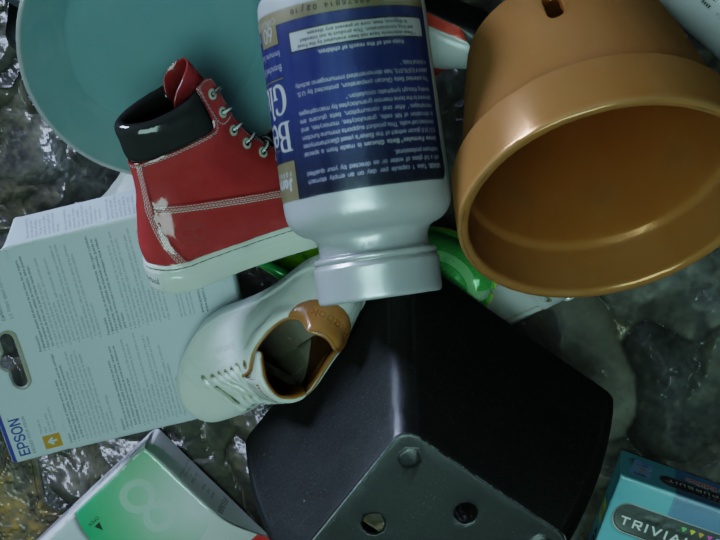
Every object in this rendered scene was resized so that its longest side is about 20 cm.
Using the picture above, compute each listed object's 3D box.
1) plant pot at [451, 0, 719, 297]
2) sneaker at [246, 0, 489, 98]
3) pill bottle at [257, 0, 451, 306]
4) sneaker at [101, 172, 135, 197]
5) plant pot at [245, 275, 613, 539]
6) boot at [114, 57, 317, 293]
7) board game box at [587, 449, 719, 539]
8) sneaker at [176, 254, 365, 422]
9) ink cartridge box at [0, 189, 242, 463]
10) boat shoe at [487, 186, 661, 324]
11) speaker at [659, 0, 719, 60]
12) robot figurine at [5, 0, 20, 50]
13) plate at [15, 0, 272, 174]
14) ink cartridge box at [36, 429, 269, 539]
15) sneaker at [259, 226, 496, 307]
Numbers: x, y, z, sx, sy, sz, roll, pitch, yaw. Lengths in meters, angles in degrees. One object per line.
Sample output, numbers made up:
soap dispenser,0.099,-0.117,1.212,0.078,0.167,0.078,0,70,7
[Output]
plant pot,0.148,-0.095,1.094,0.198,0.141,0.201,-7,144,-5
sneaker,0.008,-0.147,1.185,0.200,0.067,0.109,19,112,7
pill bottle,-0.001,-0.082,1.088,0.110,0.111,0.202,-8,89,12
sneaker,-0.145,-0.065,1.242,0.072,0.072,0.200,31,112,-21
plant pot,0.046,0.146,1.144,0.199,0.178,0.200,34,110,-12
boot,-0.066,-0.085,1.141,0.199,0.072,0.146,-22,117,-27
board game box,0.237,0.257,1.296,0.150,0.047,0.202,18,111,3
sneaker,-0.075,0.066,1.180,0.073,0.085,0.200,35,133,-16
ink cartridge box,-0.183,0.037,1.236,0.198,0.043,0.198,-12,128,-4
boat shoe,0.141,-0.013,1.205,0.199,0.069,0.071,-36,103,20
speaker,0.237,-0.194,1.120,0.200,0.081,0.081,39,111,-5
robot figurine,-0.202,-0.251,1.156,0.125,0.150,0.200,49,114,23
plate,-0.132,-0.159,1.140,0.198,0.026,0.202,-6,119,-10
ink cartridge box,-0.150,0.249,1.361,0.200,0.050,0.161,45,110,-5
sneaker,0.000,0.000,1.215,0.198,0.084,0.075,13,109,16
